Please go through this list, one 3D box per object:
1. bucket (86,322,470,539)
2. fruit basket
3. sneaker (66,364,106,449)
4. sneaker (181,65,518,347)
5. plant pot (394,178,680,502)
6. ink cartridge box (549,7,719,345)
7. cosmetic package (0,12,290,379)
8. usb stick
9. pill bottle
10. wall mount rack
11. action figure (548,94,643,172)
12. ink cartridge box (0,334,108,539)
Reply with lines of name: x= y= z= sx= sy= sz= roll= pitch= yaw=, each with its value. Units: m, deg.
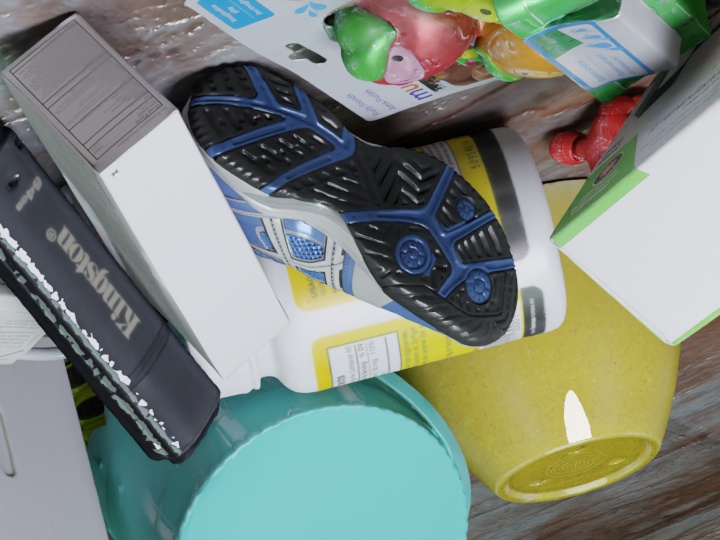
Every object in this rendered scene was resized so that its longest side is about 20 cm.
bucket: x=-0.043 y=0.129 z=1.465 sx=0.207 sy=0.135 sz=0.207 roll=-9 pitch=115 yaw=-20
fruit basket: x=0.051 y=-0.115 z=1.167 sx=0.200 sy=0.094 sz=0.185 roll=-21 pitch=157 yaw=21
sneaker: x=-0.108 y=0.087 z=1.552 sx=0.200 sy=0.074 sz=0.084 roll=-12 pitch=153 yaw=-11
sneaker: x=-0.007 y=-0.029 z=1.285 sx=0.200 sy=0.076 sz=0.077 roll=36 pitch=152 yaw=-11
plant pot: x=0.111 y=0.054 z=1.532 sx=0.200 sy=0.142 sz=0.200 roll=-14 pitch=158 yaw=-6
ink cartridge box: x=0.194 y=-0.081 z=1.207 sx=0.146 sy=0.084 sz=0.200 roll=-43 pitch=-171 yaw=50
cosmetic package: x=-0.098 y=-0.032 z=1.222 sx=0.051 sy=0.083 sz=0.200 roll=-39 pitch=149 yaw=-9
usb stick: x=-0.137 y=0.013 z=1.264 sx=0.033 sy=0.055 sz=0.200 roll=-3 pitch=132 yaw=47
pill bottle: x=0.000 y=0.000 z=1.369 sx=0.200 sy=0.114 sz=0.114 roll=-14 pitch=157 yaw=-4
wall mount rack: x=-0.228 y=0.015 z=1.318 sx=0.200 sy=0.075 sz=0.174 roll=4 pitch=146 yaw=-40
action figure: x=0.204 y=-0.065 z=1.389 sx=0.200 sy=0.065 sz=0.099 roll=3 pitch=-176 yaw=25
ink cartridge box: x=-0.242 y=0.138 z=1.488 sx=0.083 sy=0.147 sz=0.200 roll=3 pitch=152 yaw=-41
